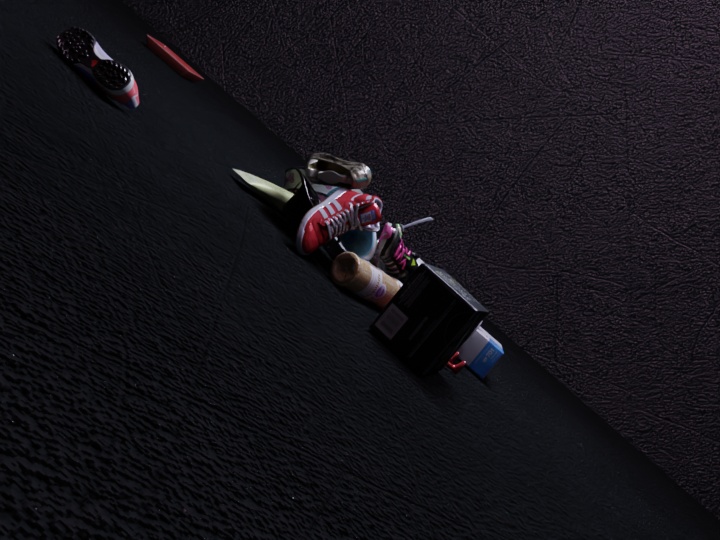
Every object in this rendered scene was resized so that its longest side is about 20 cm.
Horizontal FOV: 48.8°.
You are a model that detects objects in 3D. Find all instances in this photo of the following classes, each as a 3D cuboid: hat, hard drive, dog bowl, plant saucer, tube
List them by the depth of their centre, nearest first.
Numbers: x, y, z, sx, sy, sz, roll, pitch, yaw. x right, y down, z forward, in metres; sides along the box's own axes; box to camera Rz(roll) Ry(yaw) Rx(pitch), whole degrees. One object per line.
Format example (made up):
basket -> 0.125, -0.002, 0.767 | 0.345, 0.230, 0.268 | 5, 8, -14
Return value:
hat -> -0.116, -0.121, 1.647 | 0.203, 0.080, 0.201 | 61, 3, -5
tube -> -0.192, -0.165, 1.724 | 0.199, 0.057, 0.053 | 29, 56, -46
hard drive -> 0.000, 0.000, 1.746 | 0.139, 0.038, 0.200 | 37, 7, -28
dog bowl -> -0.093, -0.172, 1.873 | 0.196, 0.075, 0.200 | 15, -12, 3
plant saucer -> -0.669, -0.750, 2.839 | 0.199, 0.037, 0.200 | 40, 6, -1

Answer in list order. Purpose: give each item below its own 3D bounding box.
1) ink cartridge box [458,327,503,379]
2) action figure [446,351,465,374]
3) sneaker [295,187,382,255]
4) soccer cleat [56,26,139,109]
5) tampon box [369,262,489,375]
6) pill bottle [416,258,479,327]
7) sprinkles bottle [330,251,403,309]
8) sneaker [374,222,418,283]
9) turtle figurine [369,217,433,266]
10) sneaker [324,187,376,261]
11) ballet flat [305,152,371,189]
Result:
ink cartridge box -> 0.237, 0.152, 1.879 | 0.200, 0.086, 0.146 | 42, 7, 4
action figure -> 0.141, 0.112, 1.579 | 0.199, 0.100, 0.065 | 35, 7, -23
sneaker -> -0.033, -0.090, 1.503 | 0.111, 0.200, 0.072 | 13, -48, 29
soccer cleat -> -0.469, -0.360, 1.414 | 0.199, 0.068, 0.074 | 39, -17, 21
tampon box -> 0.128, 0.087, 1.412 | 0.126, 0.150, 0.200 | 42, 7, 14
pill bottle -> 0.165, 0.077, 1.755 | 0.200, 0.116, 0.116 | 46, 7, 5
sprinkles bottle -> 0.018, 0.025, 1.557 | 0.068, 0.069, 0.199 | 44, 8, 35
sneaker -> 0.080, -0.029, 1.625 | 0.086, 0.075, 0.201 | 20, -25, 13
turtle figurine -> 0.037, -0.078, 1.926 | 0.192, 0.203, 0.143 | 25, -2, -32
sneaker -> 0.000, -0.071, 1.633 | 0.131, 0.079, 0.202 | 57, 8, -50
ballet flat -> -0.066, -0.202, 1.627 | 0.198, 0.069, 0.075 | 17, 26, 42
